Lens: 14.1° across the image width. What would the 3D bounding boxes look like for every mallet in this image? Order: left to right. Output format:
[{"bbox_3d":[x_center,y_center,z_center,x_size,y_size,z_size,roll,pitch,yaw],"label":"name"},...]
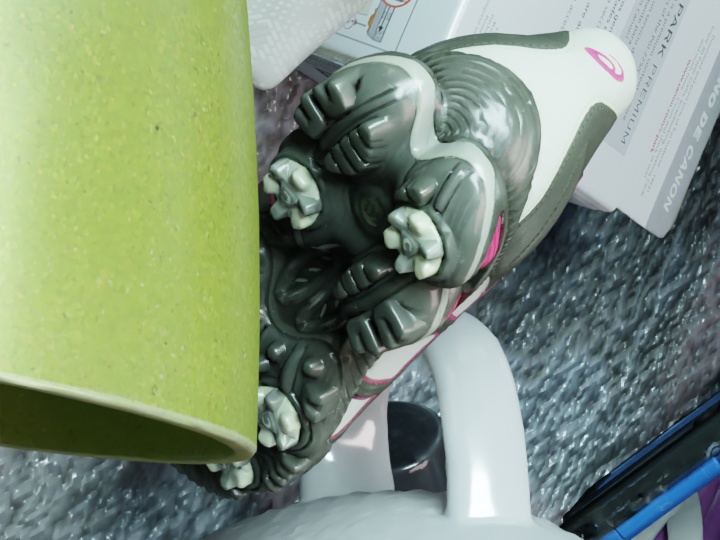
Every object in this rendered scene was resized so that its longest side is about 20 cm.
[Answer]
[{"bbox_3d":[-0.036,0.127,0.933,0.200,0.041,0.066,-44,136,-25],"label":"mallet"}]

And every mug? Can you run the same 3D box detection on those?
[{"bbox_3d":[0.015,0.109,0.829,0.147,0.175,0.200,3,80,-21],"label":"mug"}]

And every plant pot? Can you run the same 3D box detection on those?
[{"bbox_3d":[-0.099,-0.072,0.626,0.187,0.187,0.200,22,74,-56],"label":"plant pot"}]

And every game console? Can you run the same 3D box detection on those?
[{"bbox_3d":[0.117,0.001,1.015,0.171,0.118,0.200,-37,175,6],"label":"game console"}]

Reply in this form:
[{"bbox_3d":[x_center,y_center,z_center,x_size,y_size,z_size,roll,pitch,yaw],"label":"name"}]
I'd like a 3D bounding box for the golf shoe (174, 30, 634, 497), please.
[{"bbox_3d":[0.000,0.000,0.776,0.088,0.200,0.077,-27,85,-37],"label":"golf shoe"}]

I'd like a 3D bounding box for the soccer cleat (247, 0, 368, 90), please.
[{"bbox_3d":[-0.022,-0.118,0.739,0.086,0.070,0.200,-58,-165,27],"label":"soccer cleat"}]

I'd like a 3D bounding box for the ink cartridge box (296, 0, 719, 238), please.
[{"bbox_3d":[0.066,-0.129,0.887,0.176,0.084,0.200,29,84,-58],"label":"ink cartridge box"}]

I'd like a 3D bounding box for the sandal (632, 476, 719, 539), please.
[{"bbox_3d":[0.129,0.126,1.145,0.203,0.050,0.082,-61,145,-11],"label":"sandal"}]
